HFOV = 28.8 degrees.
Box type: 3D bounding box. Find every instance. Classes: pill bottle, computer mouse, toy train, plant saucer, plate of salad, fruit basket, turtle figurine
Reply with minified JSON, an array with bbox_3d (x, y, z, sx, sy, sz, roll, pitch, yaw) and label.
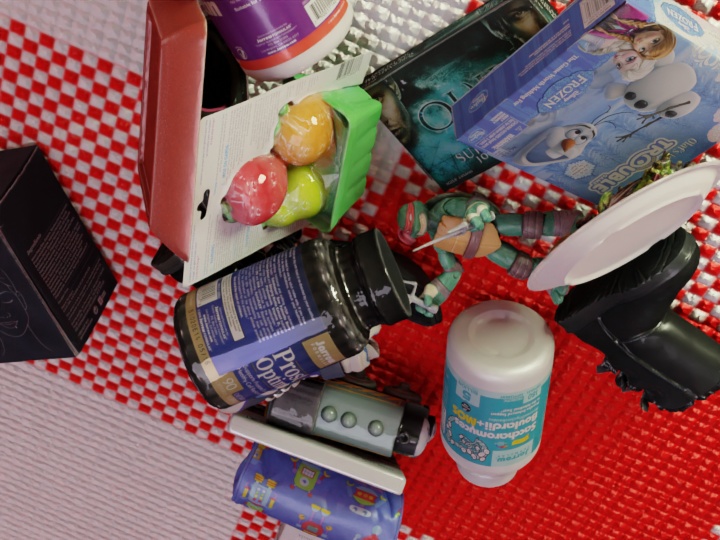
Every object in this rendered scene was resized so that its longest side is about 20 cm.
[{"bbox_3d":[-0.095,-0.266,1.172,0.111,0.113,0.201,-13,125,30],"label":"pill bottle"},{"bbox_3d":[0.000,0.000,1.380,0.198,0.141,0.046,29,109,-4],"label":"computer mouse"},{"bbox_3d":[-0.014,0.152,1.521,0.197,0.114,0.086,18,98,3],"label":"toy train"},{"bbox_3d":[-0.166,-0.136,1.203,0.036,0.200,0.203,2,112,-14],"label":"plant saucer"},{"bbox_3d":[0.140,0.136,1.463,0.109,0.112,0.202,10,134,11],"label":"pill bottle"},{"bbox_3d":[0.226,-0.045,1.221,0.200,0.198,0.048,-45,68,42],"label":"plate of salad"},{"bbox_3d":[-0.060,0.039,1.264,0.198,0.112,0.113,-22,124,9],"label":"pill bottle"},{"bbox_3d":[-0.078,-0.095,1.244,0.094,0.198,0.187,43,140,31],"label":"fruit basket"},{"bbox_3d":[0.106,-0.029,1.330,0.197,0.102,0.151,7,144,-5],"label":"turtle figurine"}]

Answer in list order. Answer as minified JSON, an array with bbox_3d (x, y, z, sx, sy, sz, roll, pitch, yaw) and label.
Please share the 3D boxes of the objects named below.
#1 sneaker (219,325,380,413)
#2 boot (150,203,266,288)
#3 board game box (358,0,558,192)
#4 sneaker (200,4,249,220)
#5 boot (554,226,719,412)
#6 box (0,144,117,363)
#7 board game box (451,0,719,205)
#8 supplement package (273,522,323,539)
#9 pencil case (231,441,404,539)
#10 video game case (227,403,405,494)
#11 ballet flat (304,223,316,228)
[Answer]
[{"bbox_3d":[-0.056,0.093,1.421,0.144,0.082,0.201,10,143,-17],"label":"sneaker"},{"bbox_3d":[-0.125,0.004,1.412,0.157,0.080,0.211,35,177,-8],"label":"boot"},{"bbox_3d":[0.110,-0.161,1.254,0.199,0.028,0.135,-27,119,37],"label":"board game box"},{"bbox_3d":[-0.134,-0.136,1.277,0.079,0.087,0.203,-5,111,5],"label":"sneaker"},{"bbox_3d":[0.299,0.054,1.354,0.162,0.074,0.198,38,140,-12],"label":"boot"},{"bbox_3d":[-0.403,-0.011,1.516,0.197,0.125,0.198,-5,131,25],"label":"box"},{"bbox_3d":[0.214,-0.142,1.174,0.197,0.044,0.199,19,141,-33],"label":"board game box"},{"bbox_3d":[-0.041,0.318,1.697,0.112,0.110,0.201,21,136,0],"label":"supplement package"},{"bbox_3d":[-0.043,0.250,1.562,0.197,0.088,0.078,21,151,-2],"label":"pencil case"},{"bbox_3d":[-0.050,0.193,1.558,0.197,0.024,0.182,20,180,-3],"label":"video game case"},{"bbox_3d":[-0.111,-0.099,1.378,0.198,0.070,0.070,32,134,-8],"label":"ballet flat"}]
